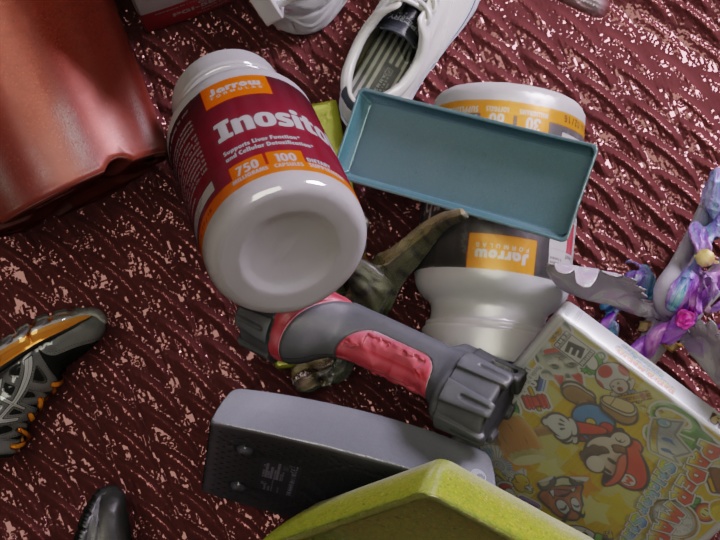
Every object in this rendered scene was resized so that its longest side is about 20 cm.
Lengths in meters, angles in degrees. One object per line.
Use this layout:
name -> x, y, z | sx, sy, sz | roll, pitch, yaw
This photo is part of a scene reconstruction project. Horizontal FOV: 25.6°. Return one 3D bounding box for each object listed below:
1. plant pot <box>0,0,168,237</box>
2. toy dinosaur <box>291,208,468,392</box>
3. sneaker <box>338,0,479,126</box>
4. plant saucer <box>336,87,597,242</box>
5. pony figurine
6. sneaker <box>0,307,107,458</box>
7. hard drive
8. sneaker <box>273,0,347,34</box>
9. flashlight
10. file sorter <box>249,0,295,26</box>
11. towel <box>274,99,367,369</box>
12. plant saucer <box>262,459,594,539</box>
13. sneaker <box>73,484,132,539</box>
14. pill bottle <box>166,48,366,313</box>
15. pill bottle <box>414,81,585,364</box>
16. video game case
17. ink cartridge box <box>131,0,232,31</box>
plant pot -> -0.245, -0.141, 1.159 | 0.201, 0.201, 0.196 | -26, 91, -4
toy dinosaur -> 0.000, 0.000, 1.160 | 0.088, 0.047, 0.200 | 49, 122, 19
sneaker -> 0.045, -0.196, 1.217 | 0.073, 0.071, 0.200 | 24, 82, 3
plant saucer -> 0.072, -0.075, 1.119 | 0.200, 0.019, 0.070 | 18, 89, 33
pony figurine -> 0.228, 0.022, 1.131 | 0.166, 0.193, 0.200 | 35, 78, 15
sneaker -> -0.266, 0.098, 1.178 | 0.200, 0.078, 0.077 | -36, 96, -2
hard drive -> -0.010, 0.144, 1.132 | 0.200, 0.135, 0.042 | 14, 59, 0
sneaker -> -0.006, -0.276, 1.215 | 0.078, 0.099, 0.200 | 29, 82, 4
flashlight -> 0.009, 0.062, 1.104 | 0.200, 0.068, 0.068 | 26, 110, 23
file sorter -> -0.042, -0.292, 1.072 | 0.124, 0.200, 0.139 | -23, 124, 16
towel -> -0.041, -0.028, 1.221 | 0.086, 0.018, 0.200 | -10, 81, -5
plant saucer -> 0.060, 0.192, 1.079 | 0.200, 0.200, 0.048 | 31, 54, -26
sneaker -> -0.168, 0.257, 1.157 | 0.091, 0.076, 0.200 | -2, 88, -10
pill bottle -> -0.074, -0.071, 1.120 | 0.113, 0.113, 0.200 | -22, 41, -3
pill bottle -> 0.101, -0.029, 1.170 | 0.116, 0.116, 0.200 | 6, 81, 1
video game case -> 0.167, 0.137, 1.117 | 0.182, 0.200, 0.023 | 37, 44, 3
ink cartridge box -> -0.157, -0.281, 1.165 | 0.083, 0.200, 0.147 | -20, 82, -4
